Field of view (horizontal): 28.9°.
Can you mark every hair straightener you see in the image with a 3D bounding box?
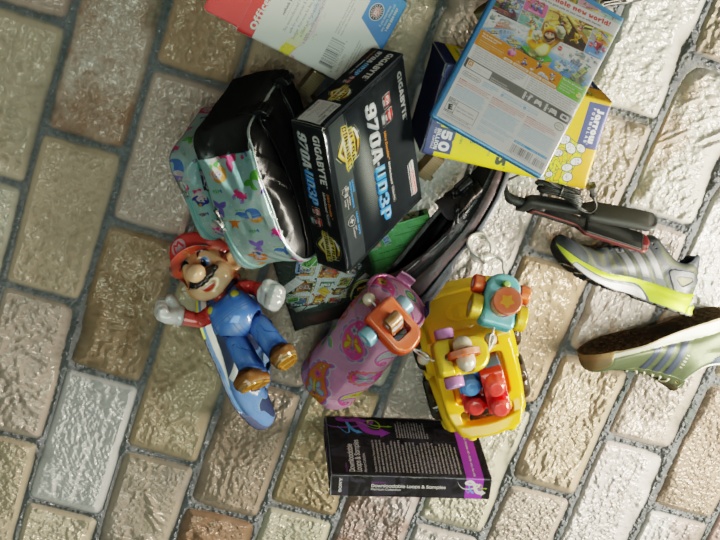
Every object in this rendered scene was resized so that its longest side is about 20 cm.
[{"bbox_3d":[0.260,-0.086,1.668,0.199,0.041,0.077,21,133,6],"label":"hair straightener"}]

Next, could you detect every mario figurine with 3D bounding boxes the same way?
[{"bbox_3d":[-0.162,0.040,1.609,0.123,0.106,0.200,-28,73,-26],"label":"mario figurine"}]

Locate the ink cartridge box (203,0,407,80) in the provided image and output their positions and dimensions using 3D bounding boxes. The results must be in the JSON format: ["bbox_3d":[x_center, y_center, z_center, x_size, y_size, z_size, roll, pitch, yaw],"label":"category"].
[{"bbox_3d":[-0.063,-0.300,1.559,0.199,0.067,0.116,25,108,-15],"label":"ink cartridge box"}]

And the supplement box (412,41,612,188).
[{"bbox_3d":[0.170,-0.179,1.606,0.199,0.110,0.109,11,111,-10],"label":"supplement box"}]

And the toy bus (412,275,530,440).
[{"bbox_3d":[0.145,0.135,1.687,0.135,0.192,0.201,-15,118,0],"label":"toy bus"}]

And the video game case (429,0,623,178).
[{"bbox_3d":[0.182,-0.223,1.529,0.143,0.018,0.201,28,88,-9],"label":"video game case"}]

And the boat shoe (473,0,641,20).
[{"bbox_3d":[0.230,-0.303,1.582,0.200,0.072,0.066,-20,106,-2],"label":"boat shoe"}]

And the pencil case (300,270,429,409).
[{"bbox_3d":[0.003,0.085,1.678,0.087,0.088,0.200,24,134,-14],"label":"pencil case"}]

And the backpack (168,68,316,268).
[{"bbox_3d":[-0.114,-0.103,1.580,0.150,0.178,0.200,-13,120,25],"label":"backpack"}]

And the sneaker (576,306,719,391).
[{"bbox_3d":[0.380,0.116,1.766,0.199,0.067,0.090,-16,107,-2],"label":"sneaker"}]

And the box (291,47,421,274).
[{"bbox_3d":[-0.001,-0.121,1.551,0.046,0.159,0.201,18,136,30],"label":"box"}]

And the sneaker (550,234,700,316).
[{"bbox_3d":[0.328,-0.011,1.720,0.199,0.074,0.081,19,90,-12],"label":"sneaker"}]

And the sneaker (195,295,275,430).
[{"bbox_3d":[-0.137,0.106,1.717,0.082,0.074,0.201,-20,113,1],"label":"sneaker"}]

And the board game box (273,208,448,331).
[{"bbox_3d":[0.000,0.000,1.711,0.199,0.023,0.105,-15,112,1],"label":"board game box"}]

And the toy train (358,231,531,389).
[{"bbox_3d":[0.104,0.045,1.574,0.200,0.056,0.150,-37,87,-16],"label":"toy train"}]

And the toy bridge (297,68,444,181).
[{"bbox_3d":[0.007,-0.160,1.640,0.200,0.027,0.067,34,116,-20],"label":"toy bridge"}]

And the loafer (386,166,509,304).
[{"bbox_3d":[0.103,-0.054,1.655,0.063,0.072,0.200,28,103,-19],"label":"loafer"}]

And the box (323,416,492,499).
[{"bbox_3d":[0.055,0.234,1.747,0.199,0.143,0.036,4,113,-6],"label":"box"}]
